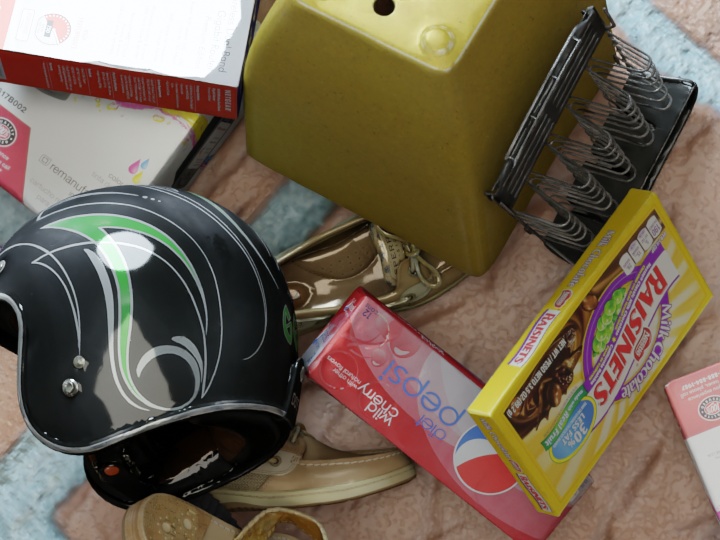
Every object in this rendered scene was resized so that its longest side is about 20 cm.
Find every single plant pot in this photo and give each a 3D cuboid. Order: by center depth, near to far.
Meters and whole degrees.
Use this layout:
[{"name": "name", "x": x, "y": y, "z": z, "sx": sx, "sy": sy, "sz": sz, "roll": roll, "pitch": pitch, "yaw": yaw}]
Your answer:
[{"name": "plant pot", "x": 0.039, "y": -0.150, "z": 1.179, "sx": 0.194, "sy": 0.200, "sz": 0.196, "roll": 28, "pitch": 75, "yaw": 15}]

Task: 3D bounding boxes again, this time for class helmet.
[{"name": "helmet", "x": -0.142, "y": 0.038, "z": 1.171, "sx": 0.200, "sy": 0.200, "sz": 0.191, "roll": -22, "pitch": 65, "yaw": 6}]

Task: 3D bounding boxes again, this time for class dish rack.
[{"name": "dish rack", "x": 0.150, "y": -0.082, "z": 1.193, "sx": 0.054, "sy": 0.200, "sz": 0.154, "roll": 26, "pitch": 89, "yaw": 21}]

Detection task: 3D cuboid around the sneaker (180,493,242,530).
[{"name": "sneaker", "x": -0.098, "y": 0.239, "z": 1.239, "sx": 0.082, "sy": 0.070, "sz": 0.200, "roll": -22, "pitch": 103, "yaw": 28}]

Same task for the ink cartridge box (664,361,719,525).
[{"name": "ink cartridge box", "x": 0.292, "y": 0.148, "z": 1.217, "sx": 0.116, "sy": 0.067, "sz": 0.200, "roll": -22, "pitch": 81, "yaw": 6}]

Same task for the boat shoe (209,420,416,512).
[{"name": "boat shoe", "x": -0.062, "y": 0.131, "z": 1.265, "sx": 0.200, "sy": 0.071, "sz": 0.065, "roll": -6, "pitch": 85, "yaw": 9}]

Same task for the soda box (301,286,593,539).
[{"name": "soda box", "x": 0.057, "y": 0.099, "z": 1.231, "sx": 0.200, "sy": 0.063, "sz": 0.070, "roll": 38, "pitch": 92, "yaw": -7}]

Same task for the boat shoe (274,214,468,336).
[{"name": "boat shoe", "x": 0.000, "y": 0.000, "z": 1.271, "sx": 0.200, "sy": 0.063, "sz": 0.073, "roll": -24, "pitch": 82, "yaw": 5}]

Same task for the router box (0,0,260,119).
[{"name": "router box", "x": -0.152, "y": -0.212, "z": 1.226, "sx": 0.179, "sy": 0.049, "sz": 0.200, "roll": 8, "pitch": 68, "yaw": -1}]

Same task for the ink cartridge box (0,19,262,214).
[{"name": "ink cartridge box", "x": -0.171, "y": -0.123, "z": 1.294, "sx": 0.148, "sy": 0.086, "sz": 0.200, "roll": 37, "pitch": 93, "yaw": 10}]

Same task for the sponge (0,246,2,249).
[{"name": "sponge", "x": -0.346, "y": 0.040, "z": 1.333, "sx": 0.111, "sy": 0.030, "sz": 0.200, "roll": 36, "pitch": 90, "yaw": 9}]

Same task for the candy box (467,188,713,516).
[{"name": "candy box", "x": 0.154, "y": 0.052, "z": 1.197, "sx": 0.026, "sy": 0.102, "sz": 0.200, "roll": 11, "pitch": 54, "yaw": 47}]

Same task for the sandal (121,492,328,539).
[{"name": "sandal", "x": -0.053, "y": 0.187, "z": 1.190, "sx": 0.070, "sy": 0.212, "sz": 0.078, "roll": -28, "pitch": 51, "yaw": 32}]
